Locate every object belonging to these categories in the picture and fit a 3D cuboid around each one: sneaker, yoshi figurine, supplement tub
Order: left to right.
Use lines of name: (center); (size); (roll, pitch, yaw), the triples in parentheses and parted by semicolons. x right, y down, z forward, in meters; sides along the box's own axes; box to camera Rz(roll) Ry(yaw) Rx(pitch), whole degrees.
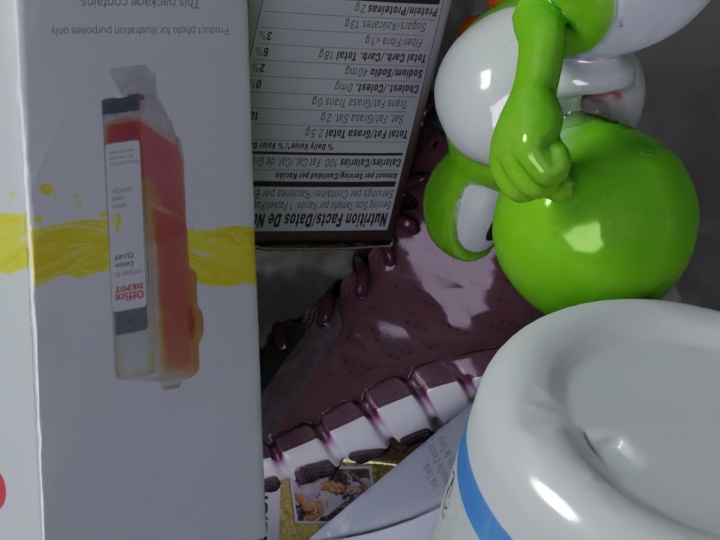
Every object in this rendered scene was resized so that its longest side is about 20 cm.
sneaker: (0.000, 0.000, 0.846); (0.199, 0.076, 0.116); (-16, 96, -2)
supplement tub: (0.073, 0.122, 0.732); (0.131, 0.132, 0.201); (20, 122, 8)
yoshi figurine: (0.079, -0.062, 0.726); (0.112, 0.112, 0.201); (17, 132, -6)

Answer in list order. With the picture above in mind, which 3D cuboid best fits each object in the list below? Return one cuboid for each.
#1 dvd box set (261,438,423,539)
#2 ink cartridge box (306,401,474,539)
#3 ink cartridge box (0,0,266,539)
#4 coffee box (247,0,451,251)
dvd box set: (0.017, 0.129, 0.913); (0.198, 0.029, 0.147); (6, 110, 14)
ink cartridge box: (0.059, 0.127, 0.830); (0.200, 0.057, 0.163); (-41, 116, 4)
ink cartridge box: (-0.102, -0.021, 0.746); (0.145, 0.083, 0.202); (2, 95, 51)
coffee box: (-0.029, -0.120, 0.780); (0.114, 0.079, 0.201); (36, 119, 46)
